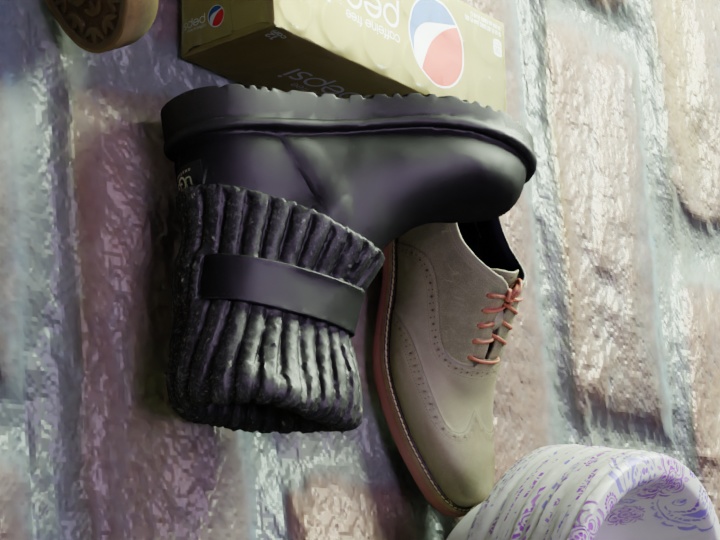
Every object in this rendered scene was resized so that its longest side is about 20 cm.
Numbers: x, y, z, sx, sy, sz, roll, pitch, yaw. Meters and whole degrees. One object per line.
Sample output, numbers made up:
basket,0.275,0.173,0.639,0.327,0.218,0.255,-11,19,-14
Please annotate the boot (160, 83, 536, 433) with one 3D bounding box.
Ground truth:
boot,-0.002,0.001,0.978,0.210,0.079,0.159,1,71,-26

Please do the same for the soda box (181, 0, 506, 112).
soda box,-0.005,-0.120,1.054,0.199,0.064,0.068,18,65,-49

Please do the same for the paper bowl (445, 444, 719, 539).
paper bowl,0.105,0.191,1.048,0.200,0.104,0.202,-1,92,-54

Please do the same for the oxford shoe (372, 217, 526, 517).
oxford shoe,0.051,0.028,1.070,0.070,0.074,0.202,-2,82,-56

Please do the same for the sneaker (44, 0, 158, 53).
sneaker,-0.117,-0.205,0.928,0.090,0.067,0.201,-22,93,-48
